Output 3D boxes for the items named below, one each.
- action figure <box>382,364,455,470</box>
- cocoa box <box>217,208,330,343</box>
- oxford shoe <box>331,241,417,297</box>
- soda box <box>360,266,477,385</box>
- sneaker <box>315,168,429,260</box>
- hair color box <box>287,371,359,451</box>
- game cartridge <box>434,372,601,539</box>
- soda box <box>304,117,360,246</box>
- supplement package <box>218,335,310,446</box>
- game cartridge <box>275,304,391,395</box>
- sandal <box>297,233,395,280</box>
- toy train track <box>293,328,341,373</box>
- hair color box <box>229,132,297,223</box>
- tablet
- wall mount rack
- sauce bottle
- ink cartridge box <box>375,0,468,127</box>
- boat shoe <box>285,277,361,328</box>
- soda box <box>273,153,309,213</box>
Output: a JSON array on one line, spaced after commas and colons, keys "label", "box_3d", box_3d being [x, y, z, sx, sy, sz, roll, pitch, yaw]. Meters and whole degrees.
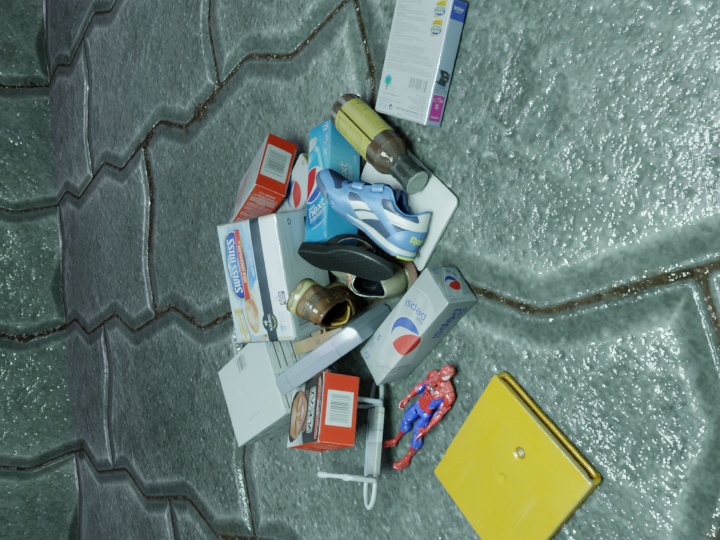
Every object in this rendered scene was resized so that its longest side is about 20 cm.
[{"label": "action figure", "box_3d": [0.090, 0.215, 0.905, 0.066, 0.051, 0.203, 54, 128, 39]}, {"label": "cocoa box", "box_3d": [-0.140, 0.008, 1.022, 0.128, 0.132, 0.206, -7, 95, 30]}, {"label": "oxford shoe", "box_3d": [0.000, 0.000, 0.967, 0.198, 0.073, 0.073, 9, 117, 51]}, {"label": "soda box", "box_3d": [0.081, 0.084, 0.890, 0.201, 0.067, 0.064, -54, 54, 36]}, {"label": "sneaker", "box_3d": [0.020, -0.101, 0.903, 0.198, 0.074, 0.083, 37, 112, 12]}, {"label": "hair color box", "box_3d": [-0.063, 0.230, 0.961, 0.200, 0.060, 0.104, 135, 142, -63]}, {"label": "game cartridge", "box_3d": [0.195, 0.269, 0.796, 0.177, 0.032, 0.203, 50, 130, 36]}, {"label": "soda box", "box_3d": [-0.045, -0.138, 0.996, 0.063, 0.067, 0.206, -14, 70, 48]}, {"label": "supplement package", "box_3d": [-0.170, 0.222, 1.165, 0.199, 0.109, 0.159, -40, 63, 43]}, {"label": "game cartridge", "box_3d": [-0.048, 0.129, 0.975, 0.199, 0.132, 0.042, -38, 81, 32]}, {"label": "sandal", "box_3d": [-0.023, -0.029, 0.907, 0.198, 0.075, 0.049, 11, 67, 47]}, {"label": "toy train track", "box_3d": [-0.057, 0.168, 1.087, 0.113, 0.032, 0.205, -19, 84, 31]}, {"label": "hair color box", "box_3d": [-0.188, -0.154, 1.142, 0.199, 0.063, 0.114, -35, 40, 57]}, {"label": "tablet", "box_3d": [0.064, -0.112, 0.939, 0.201, 0.013, 0.132, 52, 129, 35]}, {"label": "wall mount rack", "box_3d": [-0.014, 0.276, 0.986, 0.174, 0.073, 0.206, 135, 143, -68]}, {"label": "sauce bottle", "box_3d": [0.028, -0.190, 0.917, 0.201, 0.064, 0.065, 53, 129, 30]}, {"label": "ink cartridge box", "box_3d": [0.088, -0.322, 0.876, 0.118, 0.041, 0.205, 31, 118, 45]}, {"label": "boat shoe", "box_3d": [-0.043, 0.063, 0.950, 0.067, 0.199, 0.073, 34, 97, 22]}, {"label": "soda box", "box_3d": [-0.110, -0.112, 1.109, 0.069, 0.063, 0.202, 56, 131, 30]}]
